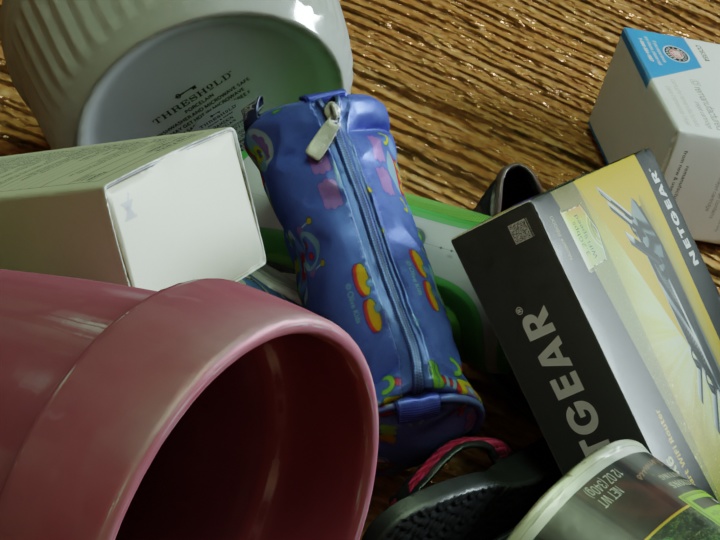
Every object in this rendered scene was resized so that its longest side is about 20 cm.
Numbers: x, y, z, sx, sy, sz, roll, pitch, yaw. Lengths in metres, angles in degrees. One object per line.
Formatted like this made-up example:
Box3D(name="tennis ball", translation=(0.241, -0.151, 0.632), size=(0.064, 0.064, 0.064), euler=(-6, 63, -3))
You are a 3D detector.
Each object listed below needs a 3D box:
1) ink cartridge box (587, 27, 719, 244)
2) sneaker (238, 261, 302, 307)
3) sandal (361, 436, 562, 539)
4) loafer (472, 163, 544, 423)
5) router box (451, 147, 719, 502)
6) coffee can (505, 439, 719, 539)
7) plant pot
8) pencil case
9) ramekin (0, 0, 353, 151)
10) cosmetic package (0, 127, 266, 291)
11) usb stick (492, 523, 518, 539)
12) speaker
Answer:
Box3D(name="ink cartridge box", translation=(0.273, -0.082, 1.435), size=(0.199, 0.086, 0.147), euler=(7, 33, -15))
Box3D(name="sneaker", translation=(-0.095, 0.015, 1.102), size=(0.199, 0.076, 0.077), euler=(23, 31, 6))
Box3D(name="sandal", translation=(0.053, 0.111, 1.034), size=(0.045, 0.075, 0.200), euler=(40, 30, 23))
Box3D(name="loafer", translation=(0.098, 0.011, 1.219), size=(0.072, 0.063, 0.200), euler=(6, 33, -16))
Box3D(name="router box", translation=(0.140, 0.048, 1.070), size=(0.157, 0.052, 0.200), euler=(-25, 89, -58))
Box3D(name="coffee can", translation=(0.154, 0.186, 0.893), size=(0.200, 0.147, 0.146), euler=(35, 35, 26))
Box3D(name="plant pot", translation=(-0.118, 0.085, 0.883), size=(0.179, 0.201, 0.200), euler=(21, 29, 30))
Box3D(name="pencil case", translation=(0.000, 0.000, 1.062), size=(0.078, 0.087, 0.201), euler=(-12, 66, -10))
Box3D(name="ramekin", translation=(-0.098, -0.120, 1.204), size=(0.200, 0.200, 0.105), euler=(0, 45, -27))
Box3D(name="cosmetic package", translation=(-0.158, -0.015, 1.028), size=(0.199, 0.073, 0.103), euler=(-3, 17, 36))
Box3D(name="usb stick", translation=(0.070, 0.155, 1.002), size=(0.200, 0.033, 0.056), euler=(-22, 70, -48))
Box3D(name="speaker", translation=(0.011, -0.005, 1.156), size=(0.199, 0.089, 0.088), euler=(16, 30, 18))
